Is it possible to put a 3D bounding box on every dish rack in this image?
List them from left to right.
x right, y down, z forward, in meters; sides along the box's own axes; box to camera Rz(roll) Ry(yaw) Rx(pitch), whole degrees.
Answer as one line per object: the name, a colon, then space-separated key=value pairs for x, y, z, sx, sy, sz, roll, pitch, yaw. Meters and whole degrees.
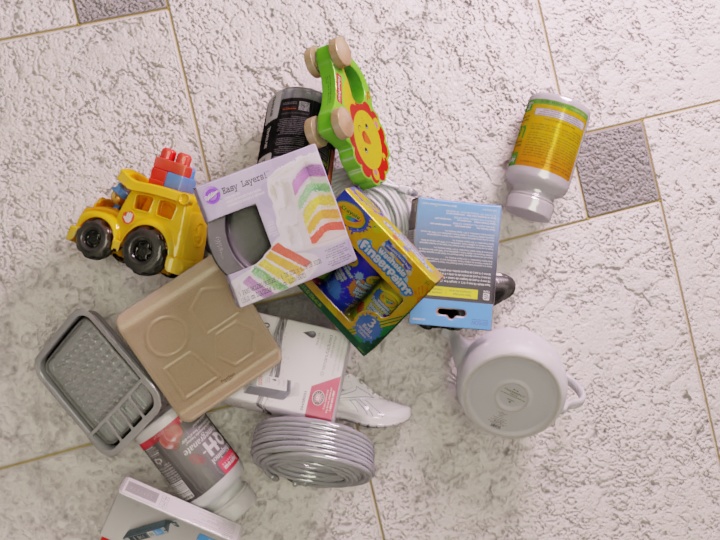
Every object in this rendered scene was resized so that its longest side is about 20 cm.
dish rack: x=-0.397 y=0.168 z=1.411 sx=0.200 sy=0.043 sz=0.172 roll=48 pitch=119 yaw=3

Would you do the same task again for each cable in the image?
cable: x=-0.072 y=0.284 z=1.423 sx=0.197 sy=0.200 sz=0.070 roll=1 pitch=64 yaw=18
cable: x=-0.011 y=-0.071 z=1.523 sx=0.198 sy=0.069 sz=0.202 roll=25 pitch=84 yaw=-8

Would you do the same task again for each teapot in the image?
teapot: x=0.256 y=0.173 z=1.536 sx=0.195 sy=0.146 sz=0.202 roll=-20 pitch=111 yaw=17

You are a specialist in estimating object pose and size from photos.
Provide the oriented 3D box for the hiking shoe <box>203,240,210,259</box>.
hiking shoe: x=-0.212 y=-0.019 z=1.487 sx=0.198 sy=0.076 sz=0.102 roll=24 pitch=93 yaw=0

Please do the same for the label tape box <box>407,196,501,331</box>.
label tape box: x=0.147 y=-0.010 z=1.484 sx=0.142 sy=0.063 sz=0.203 roll=6 pitch=89 yaw=-10

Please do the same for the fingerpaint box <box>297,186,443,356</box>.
fingerpaint box: x=0.000 y=0.000 z=1.417 sx=0.200 sy=0.073 sz=0.167 roll=46 pitch=108 yaw=5

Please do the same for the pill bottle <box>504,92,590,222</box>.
pill bottle: x=0.314 y=-0.191 z=1.568 sx=0.110 sy=0.111 sz=0.203 roll=19 pitch=85 yaw=-10

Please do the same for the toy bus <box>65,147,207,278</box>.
toy bus: x=-0.326 y=-0.094 z=1.397 sx=0.197 sy=0.136 sz=0.195 roll=14 pitch=92 yaw=14

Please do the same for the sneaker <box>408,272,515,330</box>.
sneaker: x=0.176 y=0.060 z=1.538 sx=0.197 sy=0.091 sz=0.067 roll=-13 pitch=121 yaw=-9

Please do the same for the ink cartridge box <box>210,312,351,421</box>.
ink cartridge box: x=-0.125 y=0.154 z=1.455 sx=0.197 sy=0.085 sz=0.148 roll=12 pitch=74 yaw=4

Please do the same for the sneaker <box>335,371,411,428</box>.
sneaker: x=-0.008 y=0.213 z=1.515 sx=0.197 sy=0.074 sz=0.088 roll=11 pitch=81 yaw=-11

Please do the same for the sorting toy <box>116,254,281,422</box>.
sorting toy: x=-0.238 y=0.100 z=1.368 sx=0.184 sy=0.036 sz=0.202 roll=-33 pitch=114 yaw=-9

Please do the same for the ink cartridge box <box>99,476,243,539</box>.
ink cartridge box: x=-0.304 y=0.431 z=1.415 sx=0.198 sy=0.045 sz=0.178 roll=25 pitch=114 yaw=-6

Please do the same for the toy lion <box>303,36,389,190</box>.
toy lion: x=-0.011 y=-0.237 z=1.446 sx=0.068 sy=0.191 sz=0.203 roll=-14 pitch=66 yaw=28

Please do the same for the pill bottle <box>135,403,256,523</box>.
pill bottle: x=-0.255 y=0.303 z=1.442 sx=0.110 sy=0.111 sz=0.201 roll=-38 pitch=96 yaw=-10

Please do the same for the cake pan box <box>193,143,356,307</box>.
cake pan box: x=-0.127 y=-0.065 z=1.328 sx=0.198 sy=0.052 sz=0.187 roll=-21 pitch=95 yaw=-14

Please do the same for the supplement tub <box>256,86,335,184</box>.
supplement tub: x=-0.101 y=-0.178 z=1.448 sx=0.121 sy=0.123 sz=0.202 roll=12 pitch=60 yaw=-10
